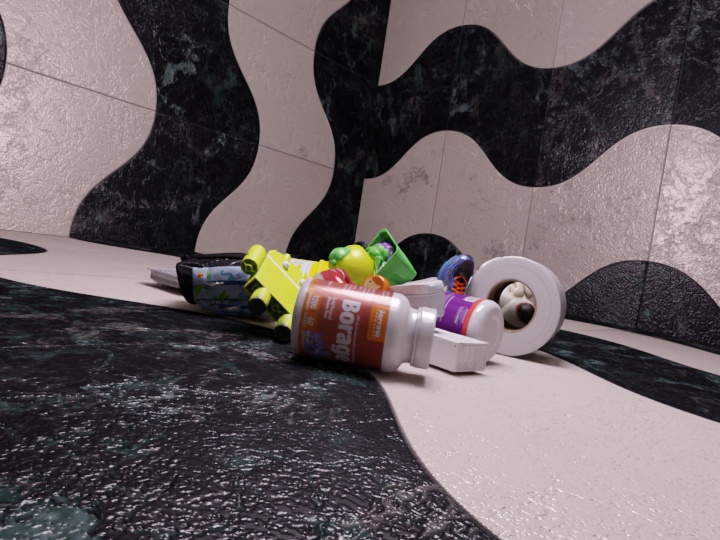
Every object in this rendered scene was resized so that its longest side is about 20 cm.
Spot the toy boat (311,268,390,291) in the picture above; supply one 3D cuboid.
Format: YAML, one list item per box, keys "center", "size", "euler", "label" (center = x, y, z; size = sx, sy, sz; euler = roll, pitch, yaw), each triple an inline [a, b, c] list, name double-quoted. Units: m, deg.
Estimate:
- center: [-0.009, 0.049, 0.951]
  size: [0.129, 0.133, 0.200]
  euler: [-23, -2, 8]
  label: "toy boat"

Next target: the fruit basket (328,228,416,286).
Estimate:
- center: [0.000, 0.000, 1.208]
  size: [0.211, 0.220, 0.156]
  euler: [8, 23, -16]
  label: "fruit basket"

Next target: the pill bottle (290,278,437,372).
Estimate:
- center: [0.007, 0.081, 0.774]
  size: [0.195, 0.115, 0.112]
  euler: [9, 2, 7]
  label: "pill bottle"

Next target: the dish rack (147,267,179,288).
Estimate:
- center: [-0.399, 0.029, 1.298]
  size: [0.197, 0.045, 0.170]
  euler: [11, 4, 37]
  label: "dish rack"

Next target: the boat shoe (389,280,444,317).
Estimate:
- center: [0.090, 0.059, 0.966]
  size: [0.071, 0.070, 0.199]
  euler: [-7, -2, -30]
  label: "boat shoe"

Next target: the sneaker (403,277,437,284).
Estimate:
- center: [0.170, 0.082, 1.235]
  size: [0.198, 0.121, 0.073]
  euler: [-6, 12, -39]
  label: "sneaker"

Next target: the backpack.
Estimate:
- center: [-0.236, 0.026, 1.054]
  size: [0.196, 0.157, 0.163]
  euler: [-13, 1, -4]
  label: "backpack"

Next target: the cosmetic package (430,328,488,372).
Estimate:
- center: [0.113, 0.125, 0.921]
  size: [0.081, 0.052, 0.198]
  euler: [10, 1, -40]
  label: "cosmetic package"

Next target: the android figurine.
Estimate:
- center: [-0.134, 0.035, 0.935]
  size: [0.183, 0.041, 0.201]
  euler: [49, 21, -15]
  label: "android figurine"

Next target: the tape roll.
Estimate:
- center: [0.336, 0.075, 1.164]
  size: [0.199, 0.207, 0.139]
  euler: [10, 3, 26]
  label: "tape roll"

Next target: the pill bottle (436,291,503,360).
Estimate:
- center: [0.163, 0.098, 1.023]
  size: [0.198, 0.115, 0.111]
  euler: [11, 3, 42]
  label: "pill bottle"

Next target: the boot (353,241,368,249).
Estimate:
- center: [0.045, 0.019, 1.535]
  size: [0.160, 0.203, 0.073]
  euler: [0, 10, -34]
  label: "boot"

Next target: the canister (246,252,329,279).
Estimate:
- center: [-0.170, 0.031, 1.189]
  size: [0.195, 0.088, 0.150]
  euler: [8, 34, 3]
  label: "canister"

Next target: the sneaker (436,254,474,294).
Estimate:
- center: [0.191, 0.063, 1.127]
  size: [0.074, 0.203, 0.078]
  euler: [15, 13, -27]
  label: "sneaker"

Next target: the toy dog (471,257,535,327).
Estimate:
- center: [0.348, 0.081, 1.312]
  size: [0.191, 0.142, 0.200]
  euler: [-4, 37, -42]
  label: "toy dog"
